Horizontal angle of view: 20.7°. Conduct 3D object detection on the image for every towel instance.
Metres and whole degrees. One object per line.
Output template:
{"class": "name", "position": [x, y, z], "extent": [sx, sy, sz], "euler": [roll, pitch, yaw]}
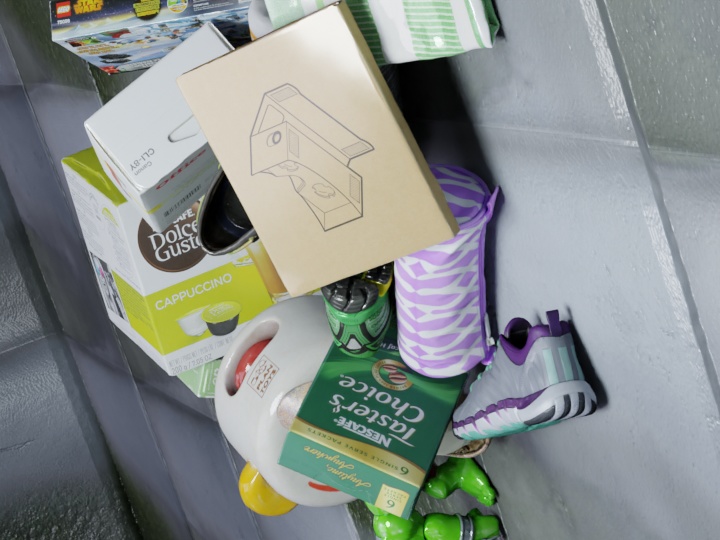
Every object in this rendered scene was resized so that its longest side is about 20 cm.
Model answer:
{"class": "towel", "position": [0.003, -0.223, 1.463], "extent": [0.199, 0.023, 0.153], "euler": [-3, 114, 38]}

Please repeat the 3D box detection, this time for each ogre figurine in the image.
{"class": "ogre figurine", "position": [0.049, 0.181, 1.827], "extent": [0.098, 0.119, 0.201], "euler": [37, 147, 57]}

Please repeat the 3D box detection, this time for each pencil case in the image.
{"class": "pencil case", "position": [0.070, 0.005, 1.617], "extent": [0.085, 0.084, 0.201], "euler": [15, 142, 18]}

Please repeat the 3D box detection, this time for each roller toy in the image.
{"class": "roller toy", "position": [-0.040, 0.129, 1.907], "extent": [0.140, 0.199, 0.184], "euler": [38, 141, 55]}

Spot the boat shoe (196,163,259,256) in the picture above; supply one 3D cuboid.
{"class": "boat shoe", "position": [-0.079, -0.077, 1.607], "extent": [0.072, 0.061, 0.201], "euler": [40, 142, 4]}

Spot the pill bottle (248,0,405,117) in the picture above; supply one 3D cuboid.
{"class": "pill bottle", "position": [-0.022, -0.142, 1.640], "extent": [0.116, 0.116, 0.201], "euler": [45, 152, 49]}

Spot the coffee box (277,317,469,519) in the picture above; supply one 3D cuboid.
{"class": "coffee box", "position": [0.019, 0.111, 1.661], "extent": [0.122, 0.200, 0.044], "euler": [24, 129, 5]}

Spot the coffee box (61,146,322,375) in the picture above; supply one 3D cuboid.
{"class": "coffee box", "position": [-0.169, -0.041, 2.053], "extent": [0.200, 0.199, 0.199], "euler": [34, 143, 60]}

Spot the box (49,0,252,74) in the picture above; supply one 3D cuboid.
{"class": "box", "position": [-0.155, -0.219, 1.732], "extent": [0.137, 0.199, 0.040], "euler": [29, -125, -74]}

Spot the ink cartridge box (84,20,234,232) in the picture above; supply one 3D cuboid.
{"class": "ink cartridge box", "position": [-0.158, -0.124, 1.742], "extent": [0.084, 0.145, 0.200], "euler": [49, 173, 5]}

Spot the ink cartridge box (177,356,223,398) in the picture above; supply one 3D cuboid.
{"class": "ink cartridge box", "position": [-0.106, 0.101, 2.115], "extent": [0.145, 0.199, 0.048], "euler": [33, 115, 60]}

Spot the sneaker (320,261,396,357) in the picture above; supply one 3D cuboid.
{"class": "sneaker", "position": [0.000, 0.000, 1.690], "extent": [0.200, 0.077, 0.086], "euler": [-71, -16, -56]}

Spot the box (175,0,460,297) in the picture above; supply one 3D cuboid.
{"class": "box", "position": [-0.034, -0.090, 1.526], "extent": [0.163, 0.021, 0.201], "euler": [-20, 105, 31]}

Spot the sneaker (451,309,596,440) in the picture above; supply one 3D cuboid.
{"class": "sneaker", "position": [0.128, 0.085, 1.590], "extent": [0.200, 0.074, 0.088], "euler": [154, 108, -64]}

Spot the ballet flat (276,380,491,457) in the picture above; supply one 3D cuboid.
{"class": "ballet flat", "position": [0.027, 0.133, 1.721], "extent": [0.067, 0.199, 0.068], "euler": [-121, 39, -56]}
